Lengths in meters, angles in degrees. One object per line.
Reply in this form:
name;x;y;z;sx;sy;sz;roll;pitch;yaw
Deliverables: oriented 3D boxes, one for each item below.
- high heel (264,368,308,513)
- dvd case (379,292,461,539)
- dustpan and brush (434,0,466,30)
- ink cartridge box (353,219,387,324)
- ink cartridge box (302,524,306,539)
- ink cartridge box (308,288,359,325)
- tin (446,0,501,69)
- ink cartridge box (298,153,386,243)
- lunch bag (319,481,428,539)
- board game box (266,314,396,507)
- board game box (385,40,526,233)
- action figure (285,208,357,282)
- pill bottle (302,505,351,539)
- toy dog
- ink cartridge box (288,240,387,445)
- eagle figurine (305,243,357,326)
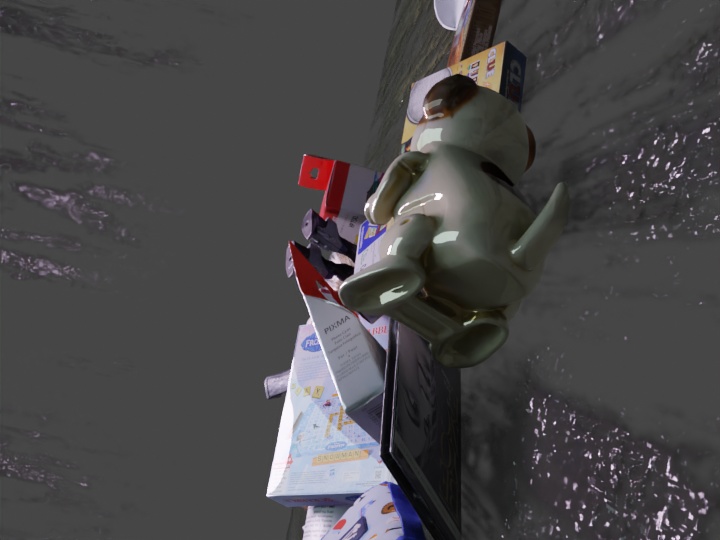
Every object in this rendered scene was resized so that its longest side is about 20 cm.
high heel;-0.035;0.207;1.056;0.071;0.140;0.205;-13;-95;-57
dvd case;0.056;0.115;0.739;0.203;0.016;0.150;-82;-29;-47
dustpan and brush;0.139;-0.475;1.401;0.201;0.056;0.143;-89;12;-67
ink cartridge box;0.075;-0.059;0.973;0.199;0.047;0.199;-38;18;20
ink cartridge box;-0.039;0.386;1.090;0.200;0.036;0.097;-135;36;-67
ink cartridge box;-0.006;0.115;1.166;0.201;0.141;0.086;111;168;-61
tin;0.130;-0.254;1.066;0.112;0.041;0.205;107;178;-79
ink cartridge box;0.008;-0.083;1.165;0.116;0.195;0.069;118;165;-72
lunch bag;0.009;0.291;0.716;0.170;0.121;0.205;-151;74;-85
board game box;0.001;0.143;0.925;0.197;0.041;0.204;-12;56;36
board game box;0.091;-0.110;0.854;0.134;0.034;0.205;-12;60;48
action figure;0.000;0.000;1.142;0.131;0.197;0.070;-56;29;23
pill bottle;-0.005;0.277;0.961;0.114;0.111;0.204;113;168;-65
toy dog;0.079;-0.061;0.697;0.194;0.137;0.204;-45;28;47
ink cartridge box;0.009;0.073;0.811;0.160;0.047;0.202;50;-165;-49
eagle figurine;-0.002;0.048;1.440;0.151;0.149;0.203;-53;-21;-48
